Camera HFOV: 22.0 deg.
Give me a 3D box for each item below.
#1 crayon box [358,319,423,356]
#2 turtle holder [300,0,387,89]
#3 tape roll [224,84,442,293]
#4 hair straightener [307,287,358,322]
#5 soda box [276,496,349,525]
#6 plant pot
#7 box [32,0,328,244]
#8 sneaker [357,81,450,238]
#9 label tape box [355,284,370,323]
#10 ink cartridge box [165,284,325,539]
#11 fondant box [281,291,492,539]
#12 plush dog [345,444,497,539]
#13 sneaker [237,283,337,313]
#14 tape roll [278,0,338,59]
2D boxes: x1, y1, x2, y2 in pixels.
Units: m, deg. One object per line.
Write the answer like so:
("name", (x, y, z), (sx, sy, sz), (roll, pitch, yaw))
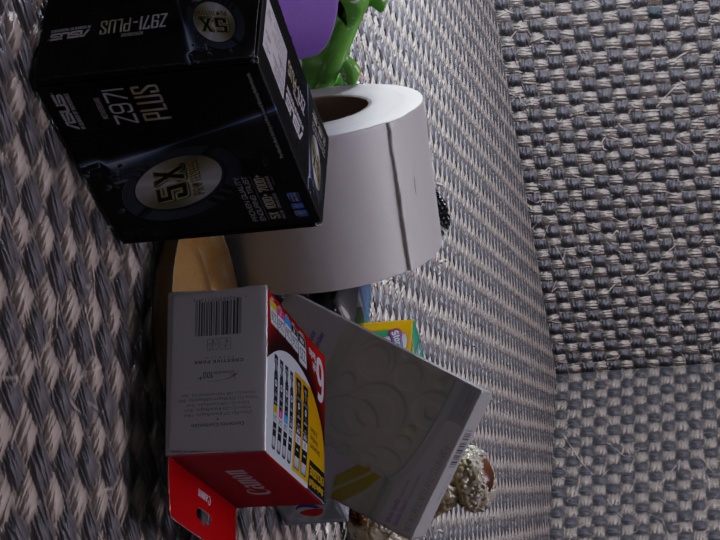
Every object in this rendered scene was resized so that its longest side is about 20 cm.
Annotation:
("crayon box", (-0.001, 0.146, 1.936), (0.059, 0.117, 0.201), (73, 17, -44))
("turtle holder", (-0.048, -0.244, 1.774), (0.186, 0.131, 0.142), (-78, -169, -74))
("tape roll", (-0.032, -0.078, 1.681), (0.203, 0.200, 0.141), (-62, 145, -69))
("hair straightener", (0.000, 0.000, 1.761), (0.041, 0.076, 0.200), (59, 23, -15))
("soda box", (-0.044, 0.151, 1.850), (0.064, 0.068, 0.202), (68, 21, -51))
("plant pot", (-0.137, 0.051, 1.547), (0.200, 0.027, 0.202), (-5, 90, -77))
("box", (-0.124, -0.115, 1.344), (0.201, 0.162, 0.087), (70, 19, -54))
("sneaker", (0.014, -0.098, 1.864), (0.201, 0.073, 0.080), (64, -32, 18))
("label tape box", (-0.029, -0.045, 1.966), (0.200, 0.065, 0.145), (73, 17, -63))
("ink cartridge box", (-0.088, 0.127, 1.483), (0.200, 0.083, 0.177), (55, 33, -68))
("fondant box", (-0.005, 0.127, 1.630), (0.145, 0.199, 0.058), (-64, 164, 0))
("plush dog", (0.037, 0.252, 2.120), (0.200, 0.160, 0.173), (46, 47, -26))
("sneaker", (-0.065, 0.069, 1.779), (0.200, 0.075, 0.115), (25, 62, -70))
("tape roll", (-0.084, -0.255, 1.398), (0.200, 0.065, 0.202), (165, -90, -70))
